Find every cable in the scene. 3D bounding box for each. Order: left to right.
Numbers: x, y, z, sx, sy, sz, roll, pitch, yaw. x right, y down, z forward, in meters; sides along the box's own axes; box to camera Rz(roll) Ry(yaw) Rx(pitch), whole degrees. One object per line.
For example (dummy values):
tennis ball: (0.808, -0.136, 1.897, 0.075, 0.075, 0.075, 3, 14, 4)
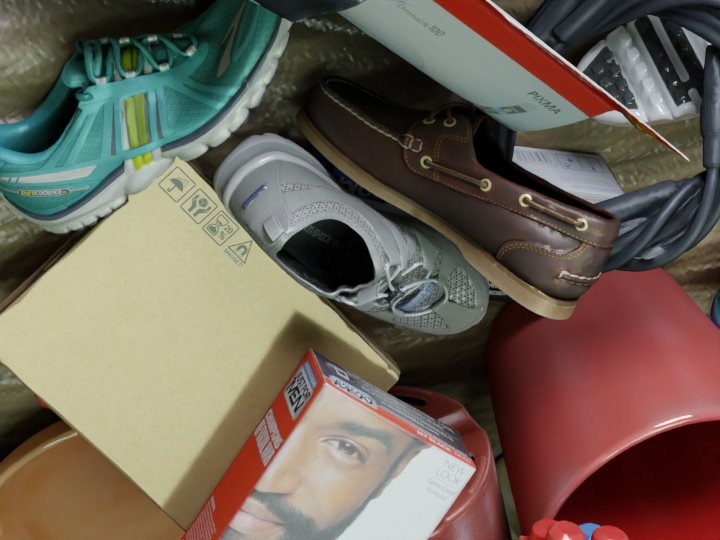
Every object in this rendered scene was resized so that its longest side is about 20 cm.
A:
cable: (0.148, -0.080, 1.210, 0.200, 0.163, 0.051, -53, 168, 15)

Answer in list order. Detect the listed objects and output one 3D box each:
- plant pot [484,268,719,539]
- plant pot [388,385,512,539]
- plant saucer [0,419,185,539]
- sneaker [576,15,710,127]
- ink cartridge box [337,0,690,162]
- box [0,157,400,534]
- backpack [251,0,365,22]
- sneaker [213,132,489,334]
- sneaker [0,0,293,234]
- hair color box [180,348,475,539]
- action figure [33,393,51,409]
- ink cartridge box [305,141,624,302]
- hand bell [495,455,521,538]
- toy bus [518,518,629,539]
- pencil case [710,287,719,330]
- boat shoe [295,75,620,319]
plant pot: (0.175, 0.098, 1.376, 0.200, 0.177, 0.201, -11, 136, -11)
plant pot: (0.021, 0.196, 1.410, 0.201, 0.201, 0.195, -15, 128, -8)
plant saucer: (-0.160, 0.153, 1.392, 0.200, 0.037, 0.200, -12, 135, -12)
sneaker: (0.225, -0.122, 1.263, 0.200, 0.075, 0.081, -16, 156, 0)
ink cartridge box: (0.058, -0.112, 1.104, 0.160, 0.200, 0.047, 31, 96, -41)
box: (-0.100, 0.049, 1.248, 0.163, 0.021, 0.200, -42, 111, 6)
backpack: (-0.017, -0.223, 1.000, 0.190, 0.154, 0.200, -42, 127, 10)
sneaker: (0.000, 0.000, 1.211, 0.200, 0.082, 0.075, 25, 117, -37)
sneaker: (-0.119, -0.095, 1.141, 0.200, 0.078, 0.080, -36, 127, 14)
hair color box: (-0.035, 0.160, 1.253, 0.111, 0.064, 0.200, 30, 100, -17)
action figure: (-0.134, 0.076, 1.294, 0.200, 0.065, 0.052, 22, 161, -18)
ink cartridge box: (0.053, -0.031, 1.294, 0.200, 0.044, 0.094, 5, 128, -26)
hand bell: (0.161, 0.219, 1.473, 0.104, 0.200, 0.104, -12, 135, -12)
toy bus: (0.084, 0.225, 1.260, 0.200, 0.136, 0.192, 4, 118, -11)
pencil case: (0.296, -0.030, 1.368, 0.092, 0.085, 0.200, 15, 131, -1)
boat shoe: (0.056, -0.057, 1.184, 0.070, 0.200, 0.070, -29, 151, -59)
